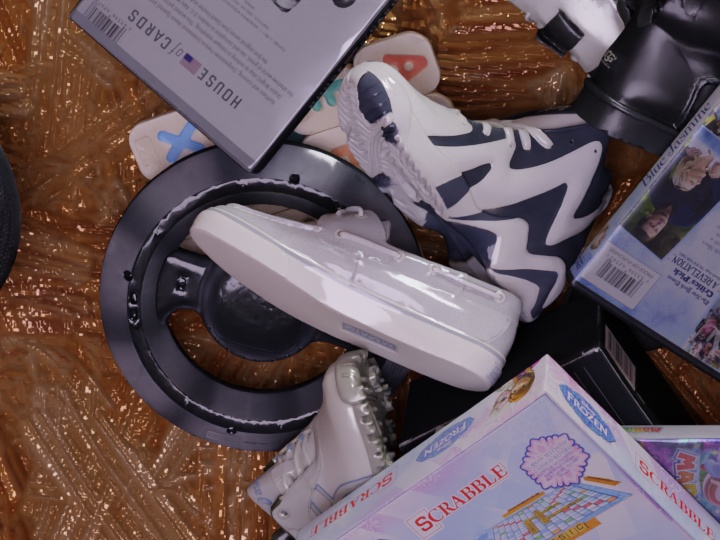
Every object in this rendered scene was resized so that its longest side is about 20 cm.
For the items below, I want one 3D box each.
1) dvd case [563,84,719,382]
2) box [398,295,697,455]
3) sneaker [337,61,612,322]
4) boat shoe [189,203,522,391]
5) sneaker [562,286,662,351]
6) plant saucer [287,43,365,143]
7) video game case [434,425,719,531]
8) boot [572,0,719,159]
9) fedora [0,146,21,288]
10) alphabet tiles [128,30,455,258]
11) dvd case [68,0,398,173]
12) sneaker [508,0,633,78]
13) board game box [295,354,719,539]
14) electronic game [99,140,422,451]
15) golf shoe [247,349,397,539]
[{"bbox_3d":[0.231,-0.034,1.606,0.143,0.018,0.200,32,107,-21],"label":"dvd case"},{"bbox_3d":[0.137,0.130,1.707,0.141,0.079,0.200,-28,113,19],"label":"box"},{"bbox_3d":[0.080,-0.078,1.666,0.130,0.079,0.199,-49,115,-16],"label":"sneaker"},{"bbox_3d":[0.000,0.000,1.655,0.200,0.072,0.069,24,73,11],"label":"boat shoe"},{"bbox_3d":[0.212,0.003,1.690,0.200,0.082,0.073,-22,105,13],"label":"sneaker"},{"bbox_3d":[-0.032,-0.134,1.713,0.070,0.019,0.200,-13,104,10],"label":"plant saucer"},{"bbox_3d":[0.147,0.154,1.666,0.200,0.018,0.143,-1,120,7],"label":"video game case"},{"bbox_3d":[0.229,-0.132,1.610,0.198,0.073,0.163,19,109,-25],"label":"boot"},{"bbox_3d":[-0.299,-0.040,1.729,0.200,0.092,0.201,2,105,6],"label":"fedora"},{"bbox_3d":[-0.033,-0.062,1.715,0.195,0.015,0.200,-17,108,11],"label":"alphabet tiles"},{"bbox_3d":[-0.056,-0.180,1.665,0.150,0.025,0.200,41,98,11],"label":"dvd case"},{"bbox_3d":[0.128,-0.162,1.667,0.088,0.074,0.200,-11,113,33],"label":"sneaker"},{"bbox_3d":[0.099,0.174,1.648,0.200,0.041,0.200,-36,111,24],"label":"board game box"},{"bbox_3d":[-0.059,0.016,1.717,0.200,0.042,0.200,0,108,1],"label":"electronic game"},{"bbox_3d":[-0.022,0.127,1.710,0.097,0.078,0.200,-3,137,2],"label":"golf shoe"}]
